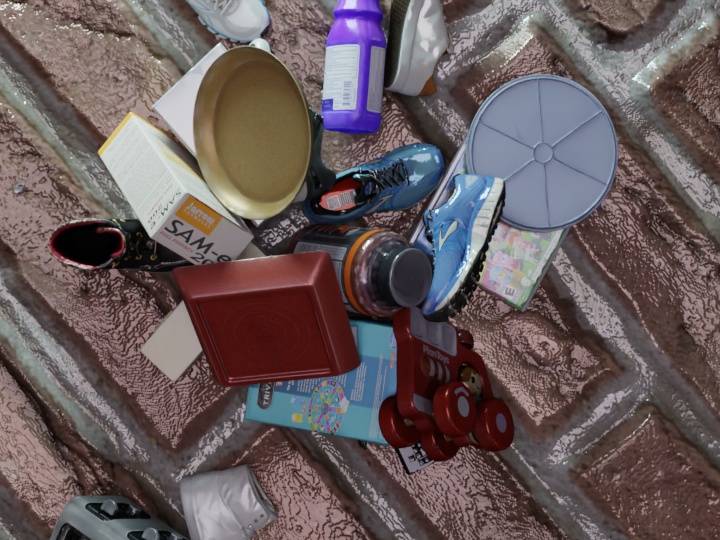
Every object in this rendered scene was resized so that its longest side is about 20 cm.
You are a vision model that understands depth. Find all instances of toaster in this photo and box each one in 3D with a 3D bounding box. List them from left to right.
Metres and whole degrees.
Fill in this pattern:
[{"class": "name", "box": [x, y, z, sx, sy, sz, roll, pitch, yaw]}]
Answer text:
[{"class": "toaster", "box": [-0.314, 0.404, 1.590, 0.179, 0.118, 0.202, 24, 89, 34]}]

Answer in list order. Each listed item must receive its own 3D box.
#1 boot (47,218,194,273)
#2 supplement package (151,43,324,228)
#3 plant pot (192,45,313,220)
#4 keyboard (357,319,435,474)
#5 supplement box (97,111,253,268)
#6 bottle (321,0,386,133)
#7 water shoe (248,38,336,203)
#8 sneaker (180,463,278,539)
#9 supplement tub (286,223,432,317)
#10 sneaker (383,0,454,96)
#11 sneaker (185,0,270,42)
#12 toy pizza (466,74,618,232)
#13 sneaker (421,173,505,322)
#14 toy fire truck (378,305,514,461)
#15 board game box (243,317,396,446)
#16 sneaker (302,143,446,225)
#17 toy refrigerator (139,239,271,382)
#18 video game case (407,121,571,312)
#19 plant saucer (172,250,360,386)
[{"class": "boot", "box": [-0.294, -0.033, 1.590, 0.196, 0.151, 0.075, 5, 92, 0]}, {"class": "supplement package", "box": [-0.152, -0.168, 1.600, 0.121, 0.120, 0.200, -41, 92, 0]}, {"class": "plant pot", "box": [-0.123, -0.162, 1.476, 0.198, 0.027, 0.204, 10, 105, 39]}, {"class": "keyboard", "box": [0.032, 0.176, 1.662, 0.126, 0.021, 0.202, -25, 90, 1]}, {"class": "supplement box", "box": [-0.230, -0.094, 1.548, 0.074, 0.200, 0.126, -47, 135, 8]}, {"class": "bottle", "box": [-0.006, -0.280, 1.616, 0.065, 0.083, 0.204, 3, 92, -41]}, {"class": "water shoe", "box": [-0.088, -0.183, 1.520, 0.078, 0.071, 0.203, -14, 88, -31]}, {"class": "sneaker", "box": [-0.158, 0.357, 1.643, 0.114, 0.074, 0.203, -14, 91, 4]}, {"class": "supplement tub", "box": [0.000, 0.000, 1.561, 0.106, 0.198, 0.109, -6, 99, -39]}, {"class": "sneaker", "box": [0.085, -0.325, 1.630, 0.083, 0.073, 0.204, 11, 91, -24]}, {"class": "sneaker", "box": [-0.204, -0.365, 1.612, 0.199, 0.087, 0.075, 35, 90, -2]}, {"class": "toy pizza", "box": [0.234, -0.151, 1.624, 0.196, 0.032, 0.204, 0, 90, 0]}, {"class": "sneaker", "box": [0.114, -0.030, 1.574, 0.088, 0.079, 0.203, 18, 73, 16]}, {"class": "toy fire truck", "box": [0.111, 0.144, 1.591, 0.111, 0.199, 0.171, -17, 62, 37]}, {"class": "board game box", "box": [-0.043, 0.134, 1.630, 0.197, 0.047, 0.154, 9, 91, 11]}, {"class": "sneaker", "box": [0.020, -0.105, 1.617, 0.197, 0.090, 0.079, -23, 92, 0]}, {"class": "toy refrigerator", "box": [-0.197, 0.044, 1.631, 0.070, 0.076, 0.200, 41, 92, -1]}, {"class": "video game case", "box": [0.186, -0.078, 1.652, 0.180, 0.022, 0.202, 30, 92, -1]}, {"class": "plant saucer", "box": [-0.114, 0.071, 1.538, 0.196, 0.037, 0.201, -7, 132, 10]}]
